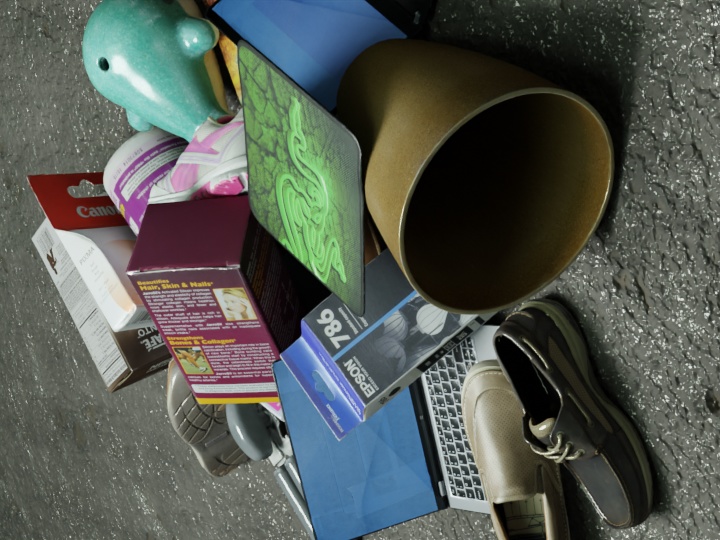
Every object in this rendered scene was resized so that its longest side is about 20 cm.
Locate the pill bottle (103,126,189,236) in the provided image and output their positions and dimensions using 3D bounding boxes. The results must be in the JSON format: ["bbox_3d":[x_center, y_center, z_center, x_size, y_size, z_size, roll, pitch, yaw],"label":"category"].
[{"bbox_3d":[-0.166,-0.044,1.610,0.201,0.112,0.113,53,143,21],"label":"pill bottle"}]

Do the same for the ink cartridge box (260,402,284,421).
[{"bbox_3d":[-0.101,0.108,1.614,0.199,0.042,0.119,31,174,39],"label":"ink cartridge box"}]

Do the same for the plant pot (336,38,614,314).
[{"bbox_3d":[0.066,-0.096,1.237,0.200,0.185,0.188,48,143,48],"label":"plant pot"}]

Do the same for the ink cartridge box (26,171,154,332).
[{"bbox_3d":[-0.236,-0.036,1.667,0.050,0.162,0.201,-41,71,31],"label":"ink cartridge box"}]

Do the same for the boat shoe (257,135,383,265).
[{"bbox_3d":[-0.032,-0.050,1.353,0.201,0.072,0.068,57,172,-30],"label":"boat shoe"}]

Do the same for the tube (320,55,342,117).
[{"bbox_3d":[-0.038,-0.105,1.411,0.052,0.058,0.201,25,133,-1],"label":"tube"}]

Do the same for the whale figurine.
[{"bbox_3d":[-0.190,-0.180,1.530,0.201,0.103,0.159,55,132,8],"label":"whale figurine"}]

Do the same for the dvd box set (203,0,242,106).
[{"bbox_3d":[-0.072,-0.189,1.474,0.146,0.029,0.202,-15,96,55],"label":"dvd box set"}]

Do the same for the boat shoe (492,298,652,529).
[{"bbox_3d":[0.164,0.124,1.292,0.201,0.073,0.074,62,145,8],"label":"boat shoe"}]

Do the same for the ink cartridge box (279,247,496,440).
[{"bbox_3d":[0.026,0.044,1.354,0.100,0.200,0.039,51,-173,19],"label":"ink cartridge box"}]

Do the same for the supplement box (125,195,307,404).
[{"bbox_3d":[-0.124,0.031,1.466,0.109,0.086,0.201,-3,139,16],"label":"supplement box"}]

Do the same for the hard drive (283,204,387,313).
[{"bbox_3d":[0.000,0.000,1.480,0.140,0.033,0.200,57,144,14],"label":"hard drive"}]

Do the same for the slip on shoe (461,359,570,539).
[{"bbox_3d":[0.132,0.175,1.349,0.075,0.061,0.202,-8,107,15],"label":"slip on shoe"}]

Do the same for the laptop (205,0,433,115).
[{"bbox_3d":[-0.029,-0.261,1.313,0.177,0.103,0.201,43,139,30],"label":"laptop"}]

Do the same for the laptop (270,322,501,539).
[{"bbox_3d":[0.049,0.150,1.398,0.199,0.116,0.189,2,113,43],"label":"laptop"}]

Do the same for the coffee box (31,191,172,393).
[{"bbox_3d":[-0.266,0.019,1.779,0.201,0.112,0.080,61,145,8],"label":"coffee box"}]

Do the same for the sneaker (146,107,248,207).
[{"bbox_3d":[-0.128,-0.094,1.480,0.199,0.081,0.089,-16,61,50],"label":"sneaker"}]

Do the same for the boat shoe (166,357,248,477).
[{"bbox_3d":[-0.176,0.147,1.731,0.072,0.075,0.201,53,163,37],"label":"boat shoe"}]

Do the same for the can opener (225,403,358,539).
[{"bbox_3d":[-0.077,0.218,1.683,0.201,0.066,0.053,55,142,9],"label":"can opener"}]

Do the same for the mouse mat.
[{"bbox_3d":[-0.047,-0.071,1.271,0.161,0.007,0.201,42,151,33],"label":"mouse mat"}]
